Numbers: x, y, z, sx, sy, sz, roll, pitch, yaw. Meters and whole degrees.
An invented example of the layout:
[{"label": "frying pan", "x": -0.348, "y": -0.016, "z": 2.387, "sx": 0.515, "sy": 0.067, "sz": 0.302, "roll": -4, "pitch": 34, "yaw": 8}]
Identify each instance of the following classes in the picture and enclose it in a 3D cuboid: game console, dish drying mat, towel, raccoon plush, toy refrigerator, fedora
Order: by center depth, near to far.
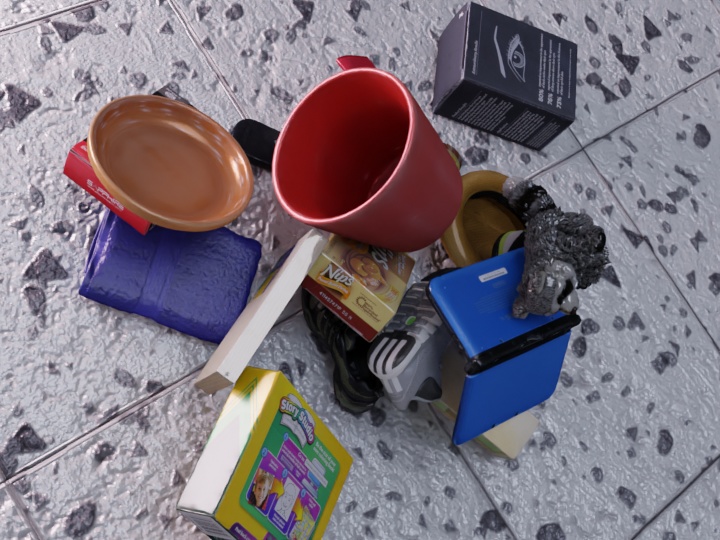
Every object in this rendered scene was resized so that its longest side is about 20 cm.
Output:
[{"label": "raccoon plush", "x": 0.201, "y": -0.020, "z": 1.176, "sx": 0.133, "sy": 0.097, "sz": 0.200, "roll": -23, "pitch": 43, "yaw": -28}, {"label": "game console", "x": 0.163, "y": 0.087, "z": 1.187, "sx": 0.199, "sy": 0.118, "sz": 0.171, "roll": -17, "pitch": 69, "yaw": -40}, {"label": "towel", "x": -0.231, "y": -0.002, "z": 1.190, "sx": 0.199, "sy": 0.050, "sz": 0.149, "roll": 22, "pitch": 69, "yaw": -16}, {"label": "toy refrigerator", "x": 0.127, "y": 0.160, "z": 1.258, "sx": 0.200, "sy": 0.076, "sz": 0.070, "roll": 40, "pitch": 78, "yaw": -5}, {"label": "dish drying mat", "x": 0.043, "y": -0.214, "z": 1.325, "sx": 0.201, "sy": 0.018, "sz": 0.077, "roll": 55, "pitch": 29, "yaw": 14}, {"label": "fedora", "x": 0.178, "y": -0.041, "z": 1.368, "sx": 0.199, "sy": 0.082, "sz": 0.202, "roll": 12, "pitch": 68, "yaw": -30}]

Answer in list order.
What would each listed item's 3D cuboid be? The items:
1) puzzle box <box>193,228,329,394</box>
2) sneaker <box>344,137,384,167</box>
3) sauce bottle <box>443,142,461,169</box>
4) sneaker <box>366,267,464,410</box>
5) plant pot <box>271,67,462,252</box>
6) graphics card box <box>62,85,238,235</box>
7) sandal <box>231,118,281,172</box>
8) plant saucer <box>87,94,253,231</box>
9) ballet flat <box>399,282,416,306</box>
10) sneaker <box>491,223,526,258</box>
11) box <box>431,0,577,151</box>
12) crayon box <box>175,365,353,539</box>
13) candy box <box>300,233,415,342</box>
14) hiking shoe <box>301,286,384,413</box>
[{"label": "puzzle box", "x": -0.115, "y": 0.049, "z": 1.121, "sx": 0.025, "sy": 0.133, "sz": 0.201, "roll": 36, "pitch": 69, "yaw": -9}, {"label": "sneaker", "x": 0.015, "y": -0.173, "z": 1.324, "sx": 0.199, "sy": 0.071, "sz": 0.099, "roll": 0, "pitch": 45, "yaw": -46}, {"label": "sauce bottle", "x": 0.085, "y": -0.103, "z": 1.336, "sx": 0.066, "sy": 0.066, "sz": 0.200, "roll": 36, "pitch": 42, "yaw": -7}, {"label": "sneaker", "x": 0.085, "y": 0.091, "z": 1.192, "sx": 0.200, "sy": 0.075, "sz": 0.116, "roll": -45, "pitch": 129, "yaw": -33}, {"label": "plant pot", "x": 0.023, "y": -0.116, "z": 1.176, "sx": 0.177, "sy": 0.199, "sz": 0.202, "roll": 31, "pitch": 53, "yaw": -50}, {"label": "graphics card box", "x": -0.252, "y": -0.140, "z": 1.192, "sx": 0.125, "sy": 0.051, "sz": 0.200, "roll": 36, "pitch": 41, "yaw": 1}, {"label": "sandal", "x": -0.079, "y": -0.152, "z": 1.319, "sx": 0.199, "sy": 0.043, "sz": 0.077, "roll": 15, "pitch": 63, "yaw": -19}, {"label": "plant saucer", "x": -0.221, "y": -0.120, "z": 1.129, "sx": 0.199, "sy": 0.038, "sz": 0.201, "roll": 20, "pitch": 44, "yaw": -20}, {"label": "ballet flat", "x": 0.149, "y": 0.060, "z": 1.317, "sx": 0.199, "sy": 0.071, "sz": 0.071, "roll": 14, "pitch": 64, "yaw": -16}, {"label": "sneaker", "x": 0.223, "y": 0.040, "z": 1.272, "sx": 0.071, "sy": 0.083, "sz": 0.201, "roll": -14, "pitch": 94, "yaw": -35}, {"label": "box", "x": 0.220, "y": -0.294, "z": 1.481, "sx": 0.199, "sy": 0.104, "sz": 0.149, "roll": 17, "pitch": 63, "yaw": -17}, {"label": "crayon box", "x": -0.098, "y": 0.233, "z": 1.078, "sx": 0.200, "sy": 0.058, "sz": 0.173, "roll": 58, "pitch": 45, "yaw": -44}, {"label": "candy box", "x": 0.000, "y": 0.000, "z": 1.224, "sx": 0.115, "sy": 0.055, "sz": 0.200, "roll": 40, "pitch": 20, "yaw": -5}, {"label": "hiking shoe", "x": -0.012, "y": 0.074, "z": 1.222, "sx": 0.075, "sy": 0.101, "sz": 0.201, "roll": -15, "pitch": 76, "yaw": -28}]
